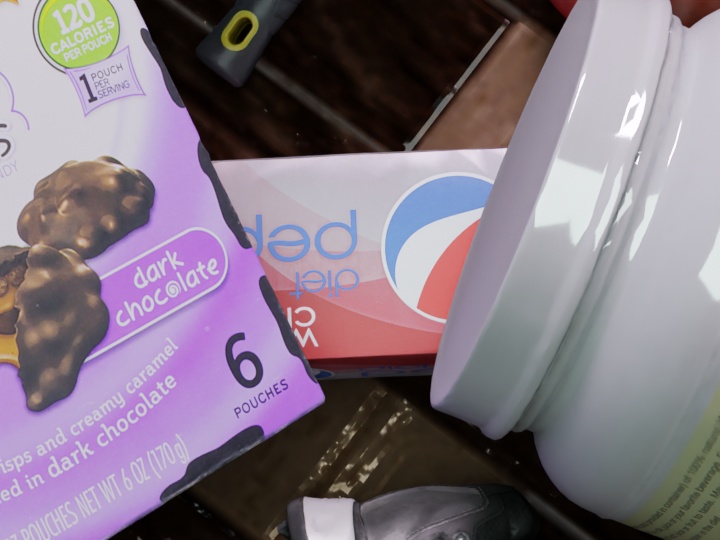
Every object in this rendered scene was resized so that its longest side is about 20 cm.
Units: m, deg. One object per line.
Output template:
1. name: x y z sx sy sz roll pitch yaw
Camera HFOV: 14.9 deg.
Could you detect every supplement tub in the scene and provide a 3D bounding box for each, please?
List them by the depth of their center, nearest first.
1. supplement tub: 0.132 0.015 0.731 0.200 0.145 0.145 21 83 -4

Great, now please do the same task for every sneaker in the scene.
1. sneaker: 0.044 0.153 0.820 0.090 0.066 0.200 -17 79 3

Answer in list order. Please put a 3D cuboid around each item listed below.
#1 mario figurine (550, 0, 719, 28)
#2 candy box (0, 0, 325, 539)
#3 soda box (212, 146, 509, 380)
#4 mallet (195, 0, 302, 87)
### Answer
1. mario figurine: 0.147 -0.076 0.843 0.200 0.106 0.123 26 45 14
2. candy box: -0.127 -0.014 0.715 0.168 0.071 0.200 -31 99 -36
3. soda box: 0.000 0.000 0.842 0.200 0.070 0.064 -2 82 3
4. mallet: 0.006 -0.151 0.883 0.066 0.041 0.200 44 90 9
